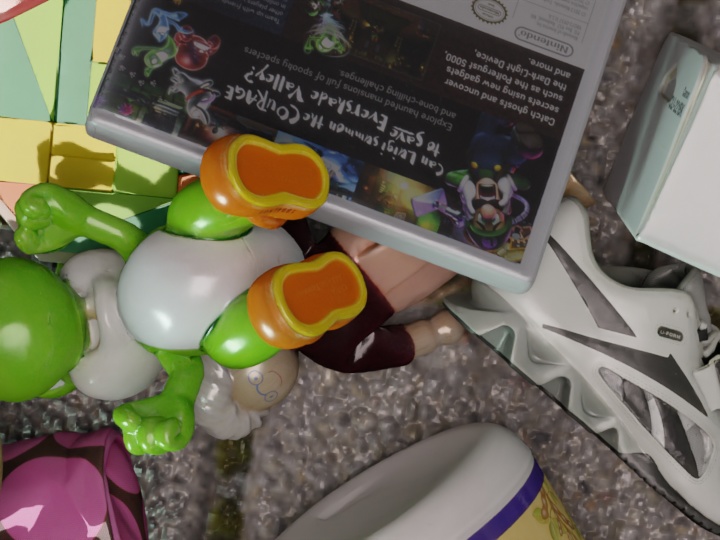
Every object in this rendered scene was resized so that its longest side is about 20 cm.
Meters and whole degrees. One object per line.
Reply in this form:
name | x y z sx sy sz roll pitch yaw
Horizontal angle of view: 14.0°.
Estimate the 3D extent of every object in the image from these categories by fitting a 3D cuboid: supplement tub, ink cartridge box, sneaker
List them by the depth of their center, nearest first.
ink cartridge box | 0.213 -0.022 1.261 0.200 0.144 0.084 24 98 -5
supplement tub | 0.056 0.184 1.292 0.145 0.145 0.200 -32 99 4
sneaker | 0.137 0.047 1.298 0.200 0.074 0.089 42 91 -22

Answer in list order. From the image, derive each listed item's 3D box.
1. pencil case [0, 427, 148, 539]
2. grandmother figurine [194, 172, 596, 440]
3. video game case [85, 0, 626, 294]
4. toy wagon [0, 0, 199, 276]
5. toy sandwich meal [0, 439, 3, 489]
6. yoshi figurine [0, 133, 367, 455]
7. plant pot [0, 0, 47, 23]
pencil case | -0.194 0.134 1.314 0.200 0.091 0.094 -9 131 3
grandmother figurine | 0.000 0.000 1.300 0.200 0.061 0.121 -40 108 3
video game case | 0.006 -0.105 1.259 0.200 0.023 0.182 20 70 -3
toy wagon | -0.104 -0.056 1.303 0.155 0.040 0.200 5 99 -2
toy sandwich meal | -0.251 0.095 1.243 0.205 0.205 0.070 8 143 -2
yoshi figurine | -0.101 0.015 1.219 0.112 0.112 0.200 40 140 -25
plant pot | -0.140 -0.221 1.168 0.200 0.200 0.183 -33 107 4
